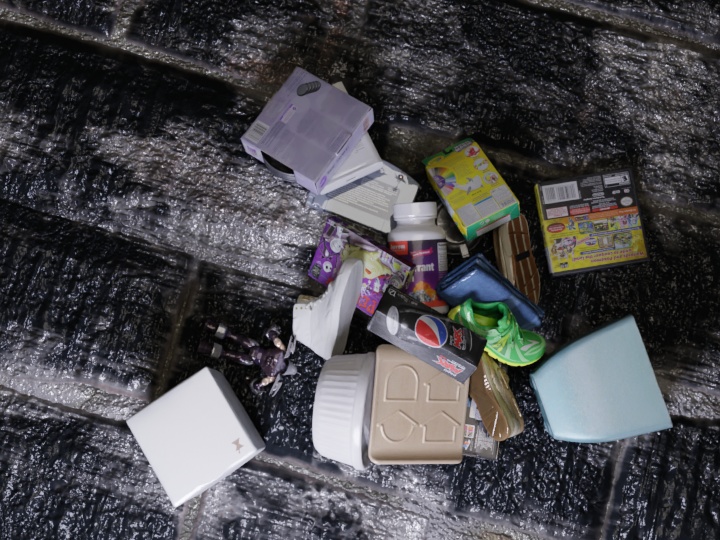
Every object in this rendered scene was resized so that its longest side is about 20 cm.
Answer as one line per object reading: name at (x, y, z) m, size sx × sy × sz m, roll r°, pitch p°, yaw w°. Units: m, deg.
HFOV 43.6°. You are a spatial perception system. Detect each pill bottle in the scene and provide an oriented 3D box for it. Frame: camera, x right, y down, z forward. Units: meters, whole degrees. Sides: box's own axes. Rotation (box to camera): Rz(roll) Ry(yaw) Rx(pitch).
pill bottle at (0.105, -0.021, 1.653) m, size 0.108 × 0.111 × 0.205 m, roll -3°, pitch 91°, yaw -2°

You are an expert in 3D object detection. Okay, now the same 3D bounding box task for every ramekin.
ramekin at (-0.023, 0.243, 1.588) m, size 0.092 × 0.202 × 0.208 m, roll 5°, pitch 81°, yaw 10°

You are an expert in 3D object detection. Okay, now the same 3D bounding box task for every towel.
towel at (0.233, 0.056, 1.623) m, size 0.111 × 0.049 × 0.199 m, roll -34°, pitch 126°, yaw 30°

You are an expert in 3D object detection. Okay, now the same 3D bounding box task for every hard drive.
hard drive at (-0.055, -0.254, 1.713) m, size 0.130 × 0.027 × 0.203 m, roll -24°, pitch 66°, yaw -5°

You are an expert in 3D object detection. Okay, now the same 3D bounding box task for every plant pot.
plant pot at (0.412, 0.211, 1.607) m, size 0.196 × 0.196 × 0.201 m, roll -20°, pitch 82°, yaw 4°

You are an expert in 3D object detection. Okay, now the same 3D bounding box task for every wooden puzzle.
wooden puzzle at (0.101, 0.235, 1.589) m, size 0.181 × 0.046 × 0.205 m, roll 4°, pitch 90°, yaw -20°

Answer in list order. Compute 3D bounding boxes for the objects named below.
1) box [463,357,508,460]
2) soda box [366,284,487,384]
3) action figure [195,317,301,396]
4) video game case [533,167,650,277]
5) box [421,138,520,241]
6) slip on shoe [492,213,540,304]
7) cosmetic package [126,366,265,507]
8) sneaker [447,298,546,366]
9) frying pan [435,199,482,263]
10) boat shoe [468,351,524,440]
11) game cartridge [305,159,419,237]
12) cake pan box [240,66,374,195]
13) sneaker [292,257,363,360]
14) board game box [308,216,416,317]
box at (0.167, 0.233, 1.663) m, size 0.193 × 0.050 × 0.205 m, roll 9°, pitch 81°, yaw 0°
soda box at (0.114, 0.110, 1.548) m, size 0.197 × 0.071 × 0.064 m, roll 29°, pitch 54°, yaw 1°
action figure at (-0.200, 0.152, 1.660) m, size 0.196 × 0.069 × 0.133 m, roll 22°, pitch 74°, yaw -2°
video game case at (0.444, -0.092, 1.732) m, size 0.195 × 0.026 × 0.185 m, roll -9°, pitch 81°, yaw -4°
box at (0.203, -0.158, 1.692) m, size 0.115 × 0.049 × 0.202 m, roll -24°, pitch 54°, yaw -4°
slip on shoe at (0.287, -0.008, 1.701) m, size 0.075 × 0.060 × 0.205 m, roll -17°, pitch 100°, yaw -30°
cosmetic package at (-0.279, 0.286, 1.567) m, size 0.165 × 0.200 × 0.168 m, roll -32°, pitch 83°, yaw -7°
sneaker at (0.250, 0.108, 1.586) m, size 0.196 × 0.084 × 0.075 m, roll 20°, pitch 47°, yaw -18°
frying pan at (0.179, -0.052, 1.719) m, size 0.112 × 0.031 × 0.195 m, roll 5°, pitch 79°, yaw 1°
boat shoe at (0.231, 0.204, 1.620) m, size 0.064 × 0.071 × 0.204 m, roll -8°, pitch 70°, yaw -39°
game cartridge at (0.008, -0.153, 1.725) m, size 0.196 × 0.040 × 0.136 m, roll 22°, pitch 85°, yaw 2°
cake pan box at (-0.100, -0.260, 1.679) m, size 0.182 × 0.053 × 0.202 m, roll 29°, pitch 72°, yaw 20°
sneaker at (-0.068, 0.056, 1.634) m, size 0.114 × 0.073 × 0.204 m, roll 26°, pitch 111°, yaw 26°
board game box at (0.000, 0.000, 1.642) m, size 0.198 × 0.032 × 0.122 m, roll 31°, pitch 114°, yaw 28°
